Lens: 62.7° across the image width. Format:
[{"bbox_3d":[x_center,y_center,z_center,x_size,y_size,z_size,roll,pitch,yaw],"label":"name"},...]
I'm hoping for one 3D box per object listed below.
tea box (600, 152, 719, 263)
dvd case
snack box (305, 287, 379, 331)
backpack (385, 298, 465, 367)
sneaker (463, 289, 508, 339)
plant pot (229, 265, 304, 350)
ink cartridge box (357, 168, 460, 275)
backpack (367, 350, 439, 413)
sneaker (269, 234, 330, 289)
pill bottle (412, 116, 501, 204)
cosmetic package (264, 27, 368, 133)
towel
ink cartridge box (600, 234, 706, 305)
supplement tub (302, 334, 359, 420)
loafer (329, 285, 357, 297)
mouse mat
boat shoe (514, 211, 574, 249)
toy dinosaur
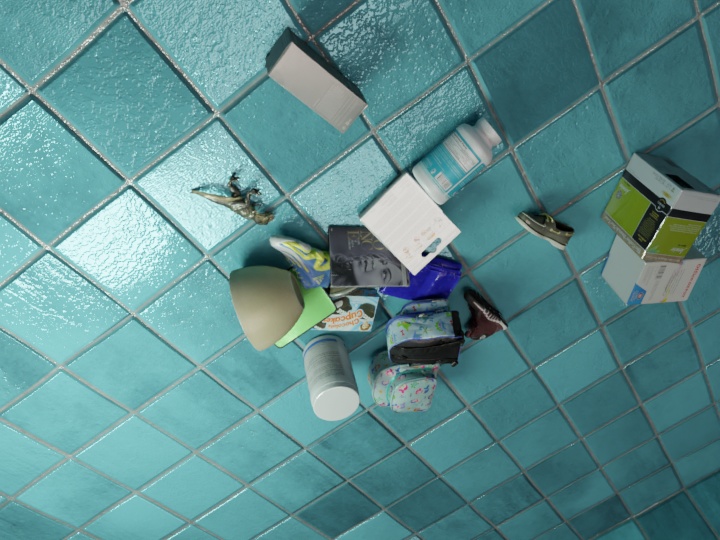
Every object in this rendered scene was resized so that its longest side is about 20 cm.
[{"bbox_3d":[0.750,-0.158,1.495,0.131,0.201,0.199,6,125,-18],"label":"tea box"},{"bbox_3d":[0.021,-0.034,1.442,0.196,0.152,0.016,0,164,-15],"label":"dvd case"},{"bbox_3d":[-0.057,0.105,1.573,0.196,0.037,0.118,3,123,-16],"label":"snack box"},{"bbox_3d":[0.166,0.171,1.595,0.196,0.149,0.184,-6,148,-2],"label":"backpack"},{"bbox_3d":[0.327,0.142,1.679,0.115,0.076,0.199,-40,125,18],"label":"sneaker"},{"bbox_3d":[-0.209,0.072,1.407,0.132,0.202,0.202,-20,128,3],"label":"plant pot"},{"bbox_3d":[0.116,-0.115,1.422,0.162,0.057,0.200,-43,110,14],"label":"ink cartridge box"},{"bbox_3d":[0.122,0.318,1.711,0.196,0.152,0.180,3,126,-10],"label":"backpack"},{"bbox_3d":[-0.140,-0.012,1.427,0.197,0.076,0.107,21,92,-26],"label":"sneaker"},{"bbox_3d":[0.223,-0.254,1.346,0.199,0.112,0.111,-40,125,15],"label":"pill bottle"},{"bbox_3d":[-0.090,-0.378,1.181,0.199,0.108,0.090,34,112,-34],"label":"cosmetic package"},{"bbox_3d":[0.161,0.025,1.567,0.197,0.050,0.149,14,119,-23],"label":"towel"},{"bbox_3d":[0.815,-0.009,1.651,0.196,0.146,0.149,-2,126,-13],"label":"ink cartridge box"},{"bbox_3d":[-0.081,0.285,1.594,0.129,0.201,0.134,-7,127,-9],"label":"supplement tub"},{"bbox_3d":[0.000,0.000,1.500,0.198,0.075,0.070,-32,85,1],"label":"loafer"},{"bbox_3d":[-0.178,0.090,1.510,0.198,0.008,0.162,-33,100,12],"label":"mouse mat"},{"bbox_3d":[0.481,-0.117,1.537,0.199,0.073,0.061,21,116,-33],"label":"boat shoe"},{"bbox_3d":[-0.273,-0.162,1.326,0.197,0.048,0.089,23,123,-24],"label":"toy dinosaur"}]
